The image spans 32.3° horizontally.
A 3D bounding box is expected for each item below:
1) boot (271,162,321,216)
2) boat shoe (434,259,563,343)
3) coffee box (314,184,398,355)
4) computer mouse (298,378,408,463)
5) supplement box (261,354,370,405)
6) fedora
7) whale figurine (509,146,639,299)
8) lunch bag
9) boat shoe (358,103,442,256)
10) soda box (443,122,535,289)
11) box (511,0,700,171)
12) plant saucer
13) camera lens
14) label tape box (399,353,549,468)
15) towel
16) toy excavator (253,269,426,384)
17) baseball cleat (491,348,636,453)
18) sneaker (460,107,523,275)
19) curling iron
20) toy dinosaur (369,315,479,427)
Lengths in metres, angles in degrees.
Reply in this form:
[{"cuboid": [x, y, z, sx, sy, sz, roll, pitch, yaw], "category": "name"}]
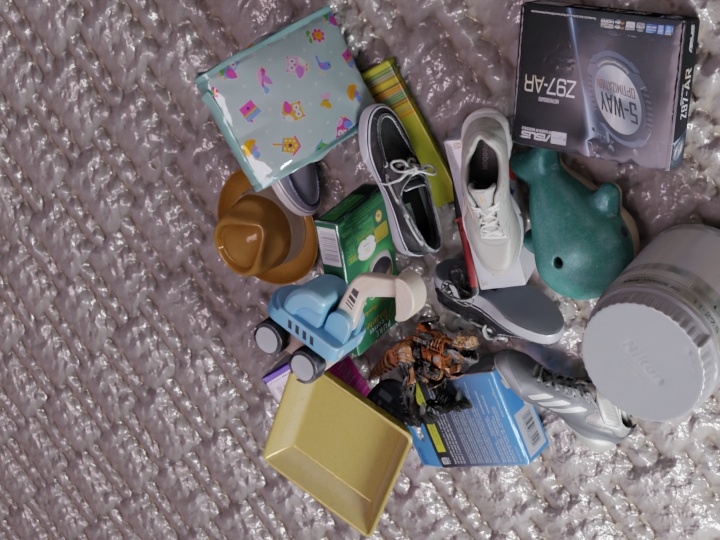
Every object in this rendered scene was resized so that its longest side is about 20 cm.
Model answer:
[{"cuboid": [-0.088, -0.173, 1.703, 0.090, 0.072, 0.202, -11, 108, 49], "category": "boot"}, {"cuboid": [0.176, 0.055, 1.614, 0.197, 0.073, 0.069, 23, 136, 30], "category": "boat shoe"}, {"cuboid": [0.000, 0.000, 1.703, 0.043, 0.123, 0.203, 9, 122, 34], "category": "coffee box"}, {"cuboid": [-0.005, 0.228, 1.783, 0.139, 0.046, 0.202, 30, 105, 18], "category": "computer mouse"}, {"cuboid": [-0.042, 0.207, 1.859, 0.100, 0.103, 0.202, -30, 94, 21], "category": "supplement box"}, {"cuboid": [-0.154, -0.052, 1.826, 0.198, 0.082, 0.203, 20, 127, 29], "category": "fedora"}, {"cuboid": [0.241, -0.059, 1.477, 0.158, 0.103, 0.202, -31, 89, 46], "category": "whale figurine"}, {"cuboid": [-0.098, -0.214, 1.586, 0.172, 0.199, 0.121, 62, 154, -10], "category": "lunch bag"}, {"cuboid": [0.055, -0.116, 1.575, 0.068, 0.073, 0.203, -5, 100, 59], "category": "boat shoe"}, {"cuboid": [0.163, -0.083, 1.545, 0.063, 0.068, 0.203, -7, 112, 26], "category": "soda box"}, {"cuboid": [0.268, -0.208, 1.383, 0.198, 0.043, 0.163, 16, 112, 33], "category": "box"}, {"cuboid": [-0.025, 0.236, 1.717, 0.199, 0.048, 0.202, 33, 126, 18], "category": "plant saucer"}, {"cuboid": [0.352, 0.054, 1.384, 0.158, 0.200, 0.162, 21, 128, 29], "category": "camera lens"}, {"cuboid": [0.149, 0.198, 1.742, 0.198, 0.066, 0.145, -10, 108, 46], "category": "label tape box"}, {"cuboid": [0.060, -0.174, 1.622, 0.086, 0.018, 0.202, -19, 103, 50], "category": "towel"}, {"cuboid": [-0.026, 0.051, 1.611, 0.193, 0.100, 0.202, 34, 125, 19], "category": "toy excavator"}, {"cuboid": [0.269, 0.150, 1.603, 0.199, 0.070, 0.106, 36, 129, -11], "category": "baseball cleat"}, {"cuboid": [0.146, -0.081, 1.456, 0.074, 0.092, 0.203, -5, 112, 16], "category": "sneaker"}, {"cuboid": [0.123, -0.056, 1.577, 0.049, 0.026, 0.204, -3, 88, 15], "category": "curling iron"}, {"cuboid": [0.089, 0.129, 1.663, 0.200, 0.101, 0.138, 168, 87, -70], "category": "toy dinosaur"}]
